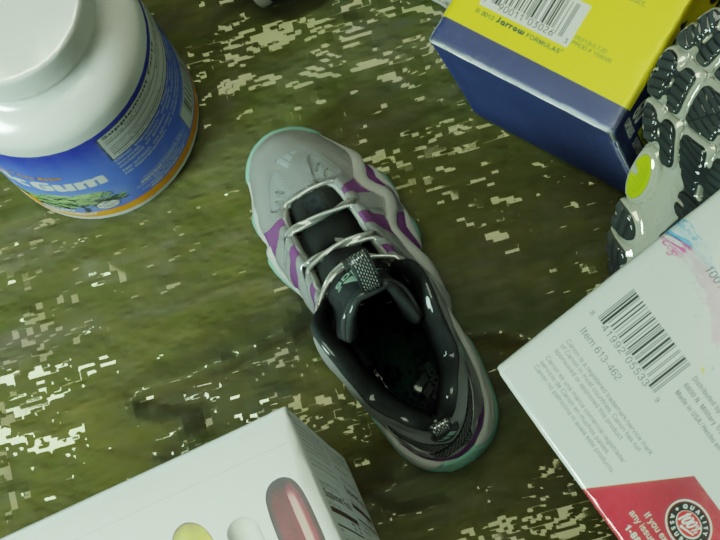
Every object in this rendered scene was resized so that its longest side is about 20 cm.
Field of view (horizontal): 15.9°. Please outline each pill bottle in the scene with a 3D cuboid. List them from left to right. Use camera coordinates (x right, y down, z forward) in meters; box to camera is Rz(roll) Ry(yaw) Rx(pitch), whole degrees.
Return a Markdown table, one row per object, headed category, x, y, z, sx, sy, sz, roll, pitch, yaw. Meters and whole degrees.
| category | x | y | z | sx | sy | sz | roll | pitch | yaw |
| --- | --- | --- | --- | --- | --- | --- | --- | --- | --- |
| pill bottle | -0.153 | -0.101 | 1.273 | 0.112 | 0.200 | 0.112 | -2 | 77 | 9 |

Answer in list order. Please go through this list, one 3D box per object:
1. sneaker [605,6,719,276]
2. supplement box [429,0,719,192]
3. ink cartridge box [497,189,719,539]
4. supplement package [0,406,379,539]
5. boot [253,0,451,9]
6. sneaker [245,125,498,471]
| category | x | y | z | sx | sy | sz | roll | pitch | yaw |
| --- | --- | --- | --- | --- | --- | --- | --- | --- | --- |
| sneaker | 0.177 | -0.058 | 1.223 | 0.079 | 0.200 | 0.078 | -20 | 59 | -32 |
| supplement box | 0.139 | -0.157 | 1.280 | 0.109 | 0.109 | 0.200 | 29 | 84 | 21 |
| ink cartridge box | 0.187 | 0.043 | 1.141 | 0.200 | 0.083 | 0.146 | -39 | 70 | 9 |
| supplement package | -0.089 | 0.165 | 1.226 | 0.200 | 0.156 | 0.111 | -25 | 74 | 3 |
| boot | -0.019 | -0.173 | 1.345 | 0.200 | 0.074 | 0.096 | 38 | 114 | 4 |
| sneaker | 0.000 | 0.000 | 1.256 | 0.078 | 0.140 | 0.200 | -35 | 75 | 0 |
